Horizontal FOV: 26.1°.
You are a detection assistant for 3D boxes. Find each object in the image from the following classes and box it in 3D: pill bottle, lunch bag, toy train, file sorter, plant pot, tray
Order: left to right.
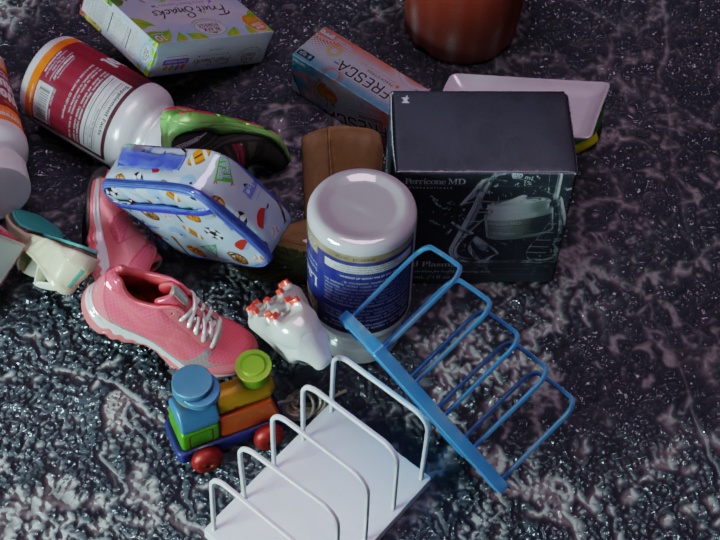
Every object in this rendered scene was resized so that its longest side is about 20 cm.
[{"bbox_3d":[-0.447,-0.161,1.804,0.108,0.110,0.201,-14,54,-14],"label":"pill bottle"},{"bbox_3d":[-0.293,-0.185,1.829,0.199,0.114,0.113,30,57,18],"label":"pill bottle"},{"bbox_3d":[-0.183,-0.074,1.670,0.199,0.160,0.076,6,64,45],"label":"lunch bag"},{"bbox_3d":[-0.104,0.122,1.602,0.198,0.116,0.085,-19,57,-16],"label":"toy train"},{"bbox_3d":[-0.041,0.207,1.537,0.138,0.125,0.200,34,59,22],"label":"file sorter"},{"bbox_3d":[0.000,0.000,1.646,0.114,0.201,0.117,1,48,-1],"label":"pill bottle"},{"bbox_3d":[0.099,0.093,1.541,0.123,0.200,0.139,-42,19,-2],"label":"file sorter"},{"bbox_3d":[0.133,-0.380,1.945,0.198,0.196,0.203,2,53,-2],"label":"plant pot"},{"bbox_3d":[0.185,-0.186,1.812,0.197,0.022,0.108,6,45,21],"label":"tray"}]

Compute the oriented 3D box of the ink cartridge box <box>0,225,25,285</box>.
[{"bbox_3d":[-0.485,-0.029,1.680,0.199,0.083,0.146,35,94,22],"label":"ink cartridge box"}]

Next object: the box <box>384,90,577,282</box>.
[{"bbox_3d":[0.126,-0.091,1.725,0.197,0.198,0.125,0,52,-3],"label":"box"}]

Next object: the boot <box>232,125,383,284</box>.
[{"bbox_3d":[-0.060,-0.079,1.796,0.173,0.067,0.202,4,50,-5],"label":"boot"}]

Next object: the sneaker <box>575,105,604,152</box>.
[{"bbox_3d":[0.210,-0.166,1.857,0.199,0.086,0.078,-33,61,-24],"label":"sneaker"}]

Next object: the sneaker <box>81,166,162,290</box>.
[{"bbox_3d":[-0.268,-0.025,1.746,0.086,0.074,0.202,1,59,-15],"label":"sneaker"}]

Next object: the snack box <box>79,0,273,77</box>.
[{"bbox_3d":[-0.224,-0.305,1.911,0.142,0.053,0.199,44,36,24],"label":"snack box"}]

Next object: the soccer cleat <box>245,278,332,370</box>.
[{"bbox_3d":[-0.073,0.061,1.623,0.069,0.200,0.078,-35,101,-5],"label":"soccer cleat"}]

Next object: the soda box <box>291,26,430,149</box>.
[{"bbox_3d":[0.010,-0.213,1.896,0.199,0.064,0.068,34,58,22],"label":"soda box"}]

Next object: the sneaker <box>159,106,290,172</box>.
[{"bbox_3d":[-0.162,-0.136,1.791,0.076,0.085,0.199,19,7,40],"label":"sneaker"}]

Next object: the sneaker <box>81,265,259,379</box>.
[{"bbox_3d":[-0.192,0.053,1.635,0.198,0.087,0.074,22,52,-16],"label":"sneaker"}]

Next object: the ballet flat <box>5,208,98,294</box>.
[{"bbox_3d":[-0.350,-0.017,1.708,0.069,0.070,0.199,-27,26,-22],"label":"ballet flat"}]
